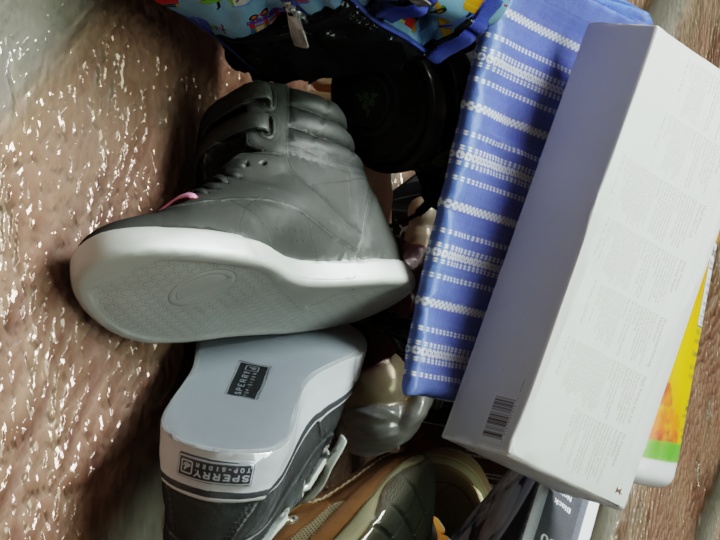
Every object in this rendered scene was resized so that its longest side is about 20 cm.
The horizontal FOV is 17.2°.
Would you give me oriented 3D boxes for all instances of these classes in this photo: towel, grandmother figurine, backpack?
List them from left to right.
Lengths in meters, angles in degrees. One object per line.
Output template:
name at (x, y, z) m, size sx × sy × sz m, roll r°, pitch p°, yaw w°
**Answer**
backpack at (-0.029, -0.182, 0.968) m, size 0.200 × 0.133 × 0.184 m, roll 25°, pitch 64°, yaw -63°
grandmother figurine at (0.000, 0.000, 1.169) m, size 0.121 × 0.060 × 0.202 m, roll -29°, pitch 124°, yaw -37°
towel at (0.079, -0.035, 1.086) m, size 0.144 × 0.024 × 0.202 m, roll 14°, pitch 89°, yaw -59°

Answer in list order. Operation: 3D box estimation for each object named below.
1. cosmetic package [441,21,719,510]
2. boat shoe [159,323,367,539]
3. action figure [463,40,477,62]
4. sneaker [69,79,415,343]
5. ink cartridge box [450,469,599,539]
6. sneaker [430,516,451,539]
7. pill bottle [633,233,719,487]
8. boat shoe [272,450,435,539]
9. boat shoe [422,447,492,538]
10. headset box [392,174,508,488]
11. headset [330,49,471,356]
cosmetic package at (0.110, -0.003, 1.070) m, size 0.082 × 0.050 × 0.202 m, roll 27°, pitch 79°, yaw -36°
boat shoe at (-0.042, 0.072, 1.012) m, size 0.200 × 0.073 × 0.069 m, roll -72°, pitch 172°, yaw -71°
action figure at (0.038, -0.144, 1.179) m, size 0.119 × 0.101 × 0.201 m, roll 56°, pitch -20°, yaw 32°
sneaker at (-0.061, -0.029, 0.995) m, size 0.199 × 0.070 × 0.100 m, roll 2°, pitch 62°, yaw -54°
ink cartridge box at (0.037, 0.198, 1.119) m, size 0.198 × 0.043 × 0.201 m, roll -53°, pitch -171°, yaw 38°
sneaker at (-0.014, 0.167, 1.096) m, size 0.078 × 0.077 × 0.201 m, roll -49°, pitch -166°, yaw 37°
pill bottle at (0.122, 0.001, 1.208) m, size 0.111 × 0.110 × 0.202 m, roll 16°, pitch 84°, yaw -69°
boat shoe at (-0.032, 0.135, 1.023) m, size 0.200 × 0.073 × 0.076 m, roll -43°, pitch 142°, yaw -52°
boat shoe at (0.053, 0.160, 1.286) m, size 0.201 × 0.071 × 0.065 m, roll 85°, pitch 27°, yaw -43°
headset box at (0.087, 0.030, 1.328) m, size 0.149 × 0.077 × 0.202 m, roll -38°, pitch 127°, yaw -47°
headset at (0.046, -0.062, 1.089) m, size 0.123 × 0.094 × 0.201 m, roll 24°, pitch 96°, yaw -53°
